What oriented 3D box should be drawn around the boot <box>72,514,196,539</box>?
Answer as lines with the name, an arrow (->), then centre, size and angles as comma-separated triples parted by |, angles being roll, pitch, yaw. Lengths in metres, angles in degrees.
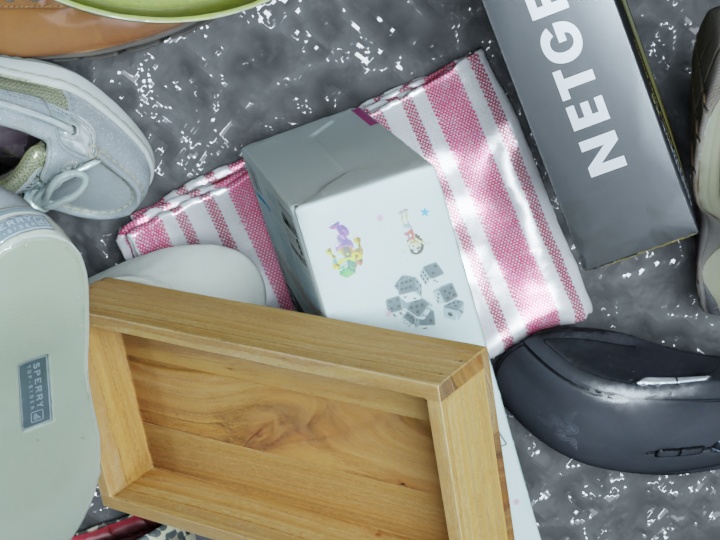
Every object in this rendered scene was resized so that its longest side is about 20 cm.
boot -> -0.146, 0.215, 0.857 | 0.203, 0.073, 0.154 | -21, 101, -4

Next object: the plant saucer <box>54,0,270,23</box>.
plant saucer -> -0.094, -0.187, 0.744 | 0.199, 0.031, 0.201 | 5, 66, -12

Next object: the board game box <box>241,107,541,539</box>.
board game box -> 0.015, 0.041, 0.765 | 0.064, 0.148, 0.201 | -18, 107, -6

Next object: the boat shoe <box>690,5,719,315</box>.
boat shoe -> 0.184, -0.049, 0.773 | 0.073, 0.200, 0.075 | -1, 61, 12

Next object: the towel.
towel -> 0.000, 0.000, 0.840 | 0.199, 0.030, 0.147 | -25, 105, 1

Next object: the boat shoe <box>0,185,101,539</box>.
boat shoe -> -0.153, 0.047, 0.728 | 0.070, 0.072, 0.201 | -17, 134, -31

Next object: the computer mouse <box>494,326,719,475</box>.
computer mouse -> 0.171, 0.057, 0.827 | 0.199, 0.046, 0.141 | 13, 137, -8

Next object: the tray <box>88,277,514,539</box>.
tray -> -0.033, 0.065, 0.698 | 0.037, 0.199, 0.099 | -33, 123, -43

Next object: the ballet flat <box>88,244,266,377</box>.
ballet flat -> -0.140, 0.040, 0.795 | 0.199, 0.069, 0.070 | -17, 104, 13

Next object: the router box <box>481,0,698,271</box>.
router box -> 0.086, -0.119, 0.752 | 0.052, 0.157, 0.201 | -19, 105, 12

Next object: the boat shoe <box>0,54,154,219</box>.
boat shoe -> -0.170, -0.059, 0.750 | 0.074, 0.065, 0.202 | -21, 149, 30

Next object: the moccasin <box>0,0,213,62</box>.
moccasin -> -0.134, -0.138, 0.775 | 0.200, 0.074, 0.078 | -7, 121, 5
